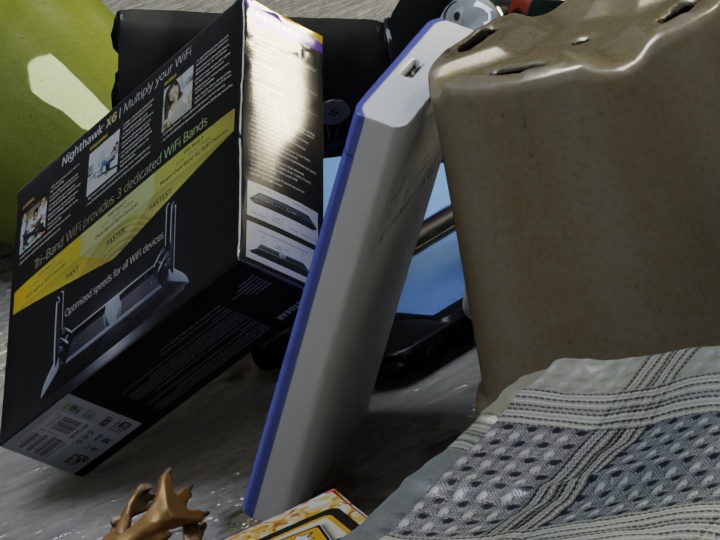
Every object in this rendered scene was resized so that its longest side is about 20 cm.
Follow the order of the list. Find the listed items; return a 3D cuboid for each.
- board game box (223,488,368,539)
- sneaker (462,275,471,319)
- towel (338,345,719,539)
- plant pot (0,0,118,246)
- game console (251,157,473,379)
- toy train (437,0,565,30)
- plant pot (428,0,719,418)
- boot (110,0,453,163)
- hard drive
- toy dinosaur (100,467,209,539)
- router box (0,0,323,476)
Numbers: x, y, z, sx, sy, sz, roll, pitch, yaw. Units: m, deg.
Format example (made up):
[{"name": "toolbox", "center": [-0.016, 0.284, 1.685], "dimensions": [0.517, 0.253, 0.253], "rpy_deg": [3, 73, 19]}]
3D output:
[{"name": "board game box", "center": [-0.037, 0.154, 1.019], "dimensions": [0.151, 0.046, 0.200], "rpy_deg": [-23, 17, -13]}, {"name": "sneaker", "center": [0.083, -0.032, 1.365], "dimensions": [0.075, 0.100, 0.200], "rpy_deg": [27, 21, 5]}, {"name": "towel", "center": [0.083, 0.072, 0.959], "dimensions": [0.200, 0.035, 0.193], "rpy_deg": [-10, 23, 44]}, {"name": "plant pot", "center": [-0.189, -0.085, 1.746], "dimensions": [0.187, 0.188, 0.200], "rpy_deg": [-27, 34, -24]}, {"name": "game console", "center": [0.018, -0.039, 1.439], "dimensions": [0.200, 0.117, 0.176], "rpy_deg": [-31, 21, -34]}, {"name": "toy train", "center": [0.125, -0.100, 1.334], "dimensions": [0.114, 0.086, 0.200], "rpy_deg": [23, 17, 40]}, {"name": "plant pot", "center": [0.118, -0.020, 1.162], "dimensions": [0.200, 0.184, 0.201], "rpy_deg": [-17, 17, 5]}, {"name": "boot", "center": [-0.027, -0.122, 1.395], "dimensions": [0.199, 0.165, 0.066], "rpy_deg": [3, 36, -2]}, {"name": "hard drive", "center": [0.000, 0.000, 1.227], "dimensions": [0.025, 0.201, 0.132], "rpy_deg": [20, 27, 8]}, {"name": "toy dinosaur", "center": [-0.108, 0.142, 1.145], "dimensions": [0.106, 0.060, 0.200], "rpy_deg": [-38, 1, 28]}, {"name": "router box", "center": [-0.097, -0.014, 1.335], "dimensions": [0.200, 0.052, 0.158], "rpy_deg": [-36, 42, 39]}]
